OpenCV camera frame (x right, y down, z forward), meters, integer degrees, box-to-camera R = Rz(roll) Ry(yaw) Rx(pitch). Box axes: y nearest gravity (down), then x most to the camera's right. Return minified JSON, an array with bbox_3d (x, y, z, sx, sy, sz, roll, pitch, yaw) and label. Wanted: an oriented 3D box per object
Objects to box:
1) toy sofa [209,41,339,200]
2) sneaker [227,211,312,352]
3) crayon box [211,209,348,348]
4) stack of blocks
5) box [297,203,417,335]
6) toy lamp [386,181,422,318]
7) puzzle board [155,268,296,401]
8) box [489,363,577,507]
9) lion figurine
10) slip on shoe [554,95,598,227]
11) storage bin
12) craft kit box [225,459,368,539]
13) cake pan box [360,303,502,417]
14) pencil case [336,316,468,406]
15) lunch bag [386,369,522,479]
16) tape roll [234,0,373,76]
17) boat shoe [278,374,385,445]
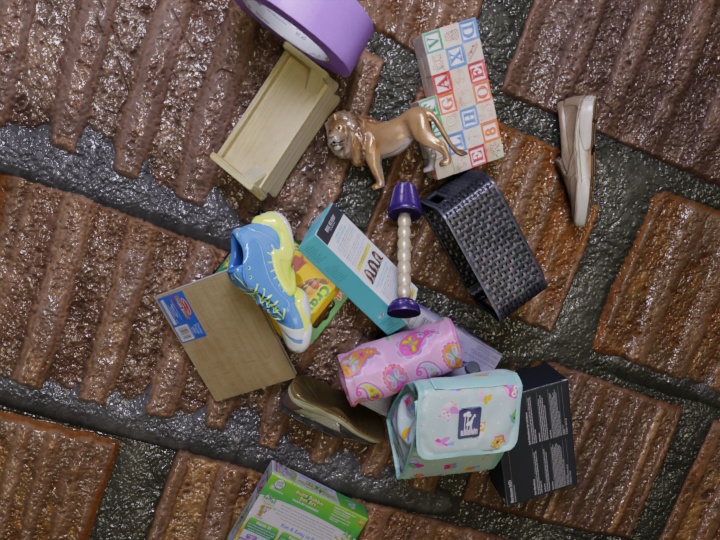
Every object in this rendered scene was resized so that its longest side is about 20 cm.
[{"bbox_3d":[-0.119,-0.209,0.844,0.082,0.097,0.202,36,95,9],"label":"toy sofa"},{"bbox_3d":[-0.135,0.026,0.822,0.103,0.075,0.207,-16,94,-35],"label":"sneaker"},{"bbox_3d":[-0.115,0.022,0.902,0.199,0.051,0.128,39,93,-16],"label":"crayon box"},{"bbox_3d":[0.135,-0.255,0.882,0.112,0.059,0.206,-18,105,-6],"label":"stack of blocks"},{"bbox_3d":[0.000,0.000,0.896,0.200,0.083,0.049,44,130,-16],"label":"box"},{"bbox_3d":[0.067,-0.034,0.880,0.056,0.058,0.207,4,72,-11],"label":"toy lamp"},{"bbox_3d":[-0.201,0.100,0.890,0.146,0.018,0.204,-17,114,14],"label":"puzzle board"},{"bbox_3d":[0.291,0.285,1.020,0.137,0.079,0.207,-13,105,-10],"label":"box"},{"bbox_3d":[0.048,-0.193,0.852,0.194,0.072,0.126,-16,96,14],"label":"lion figurine"},{"bbox_3d":[0.344,-0.173,0.942,0.059,0.076,0.206,6,115,29],"label":"slip on shoe"},{"bbox_3d":[0.185,-0.042,0.898,0.092,0.135,0.203,-32,106,-1],"label":"storage bin"},{"bbox_3d":[-0.117,0.457,1.002,0.197,0.049,0.201,31,98,-15],"label":"craft kit box"},{"bbox_3d":[0.111,0.171,0.977,0.196,0.052,0.188,27,94,-15],"label":"cake pan box"},{"bbox_3d":[0.061,0.138,0.896,0.194,0.088,0.090,-20,105,-5],"label":"pencil case"},{"bbox_3d":[0.137,0.220,0.866,0.164,0.125,0.203,-1,141,-12],"label":"lunch bag"},{"bbox_3d":[-0.080,-0.336,0.751,0.197,0.200,0.067,31,97,-15],"label":"tape roll"},{"bbox_3d":[-0.045,0.236,0.958,0.198,0.074,0.065,35,120,-23],"label":"boat shoe"}]
